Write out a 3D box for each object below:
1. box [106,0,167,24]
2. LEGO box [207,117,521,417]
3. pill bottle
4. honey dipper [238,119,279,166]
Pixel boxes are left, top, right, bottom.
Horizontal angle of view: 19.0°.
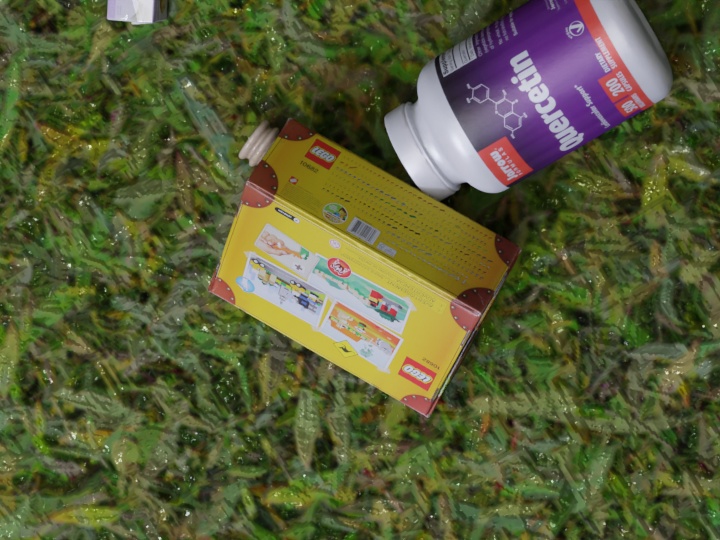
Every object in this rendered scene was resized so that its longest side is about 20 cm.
[{"bbox_3d":[-0.167,-0.290,1.645,0.039,0.041,0.200,6,101,9],"label":"box"},{"bbox_3d":[0.000,0.000,1.611,0.200,0.077,0.149,30,143,4],"label":"LEGO box"},{"bbox_3d":[0.122,-0.132,1.581,0.200,0.112,0.113,-31,94,15],"label":"pill bottle"},{"bbox_3d":[-0.005,-0.044,1.662,0.200,0.038,0.038,36,105,1],"label":"honey dipper"}]
